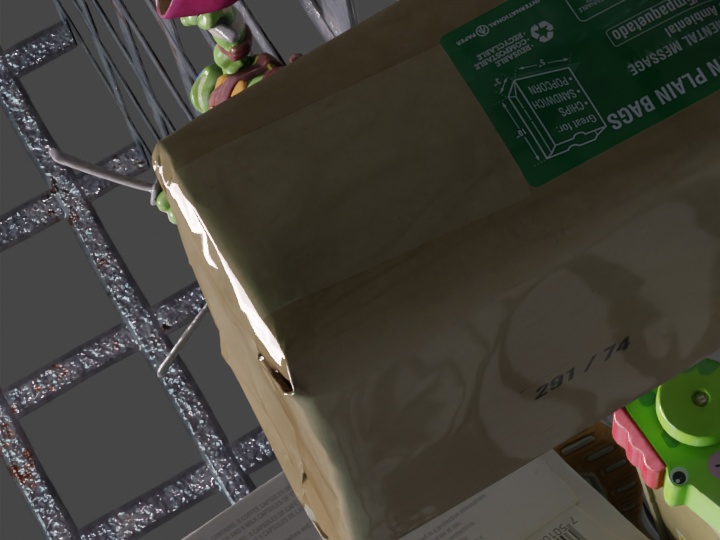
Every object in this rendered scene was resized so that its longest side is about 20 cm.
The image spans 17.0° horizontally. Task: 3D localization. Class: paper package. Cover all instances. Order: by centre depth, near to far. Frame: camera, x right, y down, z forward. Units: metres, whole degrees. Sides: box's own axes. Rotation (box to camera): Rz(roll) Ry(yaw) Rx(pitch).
[{"bbox_3d":[0.049,-0.015,0.777,0.104,0.200,0.191,58,173,21],"label":"paper package"}]

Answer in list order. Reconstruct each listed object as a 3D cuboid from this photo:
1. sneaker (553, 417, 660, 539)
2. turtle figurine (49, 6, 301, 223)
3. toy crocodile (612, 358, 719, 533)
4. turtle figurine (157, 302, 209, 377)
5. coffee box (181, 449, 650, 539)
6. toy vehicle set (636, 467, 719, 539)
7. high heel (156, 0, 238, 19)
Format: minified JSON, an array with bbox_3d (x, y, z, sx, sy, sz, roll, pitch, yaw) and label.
[{"bbox_3d":[0.134,0.146,1.378,0.088,0.076,0.200,-119,13,-58],"label":"sneaker"},{"bbox_3d":[-0.099,-0.099,1.571,0.200,0.144,0.194,30,178,-36],"label":"turtle figurine"},{"bbox_3d":[0.119,0.041,1.064,0.200,0.062,0.068,58,173,15],"label":"toy crocodile"},{"bbox_3d":[0.000,0.000,1.350,0.144,0.200,0.194,42,158,19],"label":"turtle figurine"},{"bbox_3d":[0.040,0.214,1.275,0.200,0.200,0.198,43,152,33],"label":"coffee box"},{"bbox_3d":[0.189,0.162,1.189,0.124,0.026,0.200,54,170,46],"label":"toy vehicle set"},{"bbox_3d":[-0.103,-0.234,1.402,0.067,0.096,0.200,55,171,38],"label":"high heel"}]
